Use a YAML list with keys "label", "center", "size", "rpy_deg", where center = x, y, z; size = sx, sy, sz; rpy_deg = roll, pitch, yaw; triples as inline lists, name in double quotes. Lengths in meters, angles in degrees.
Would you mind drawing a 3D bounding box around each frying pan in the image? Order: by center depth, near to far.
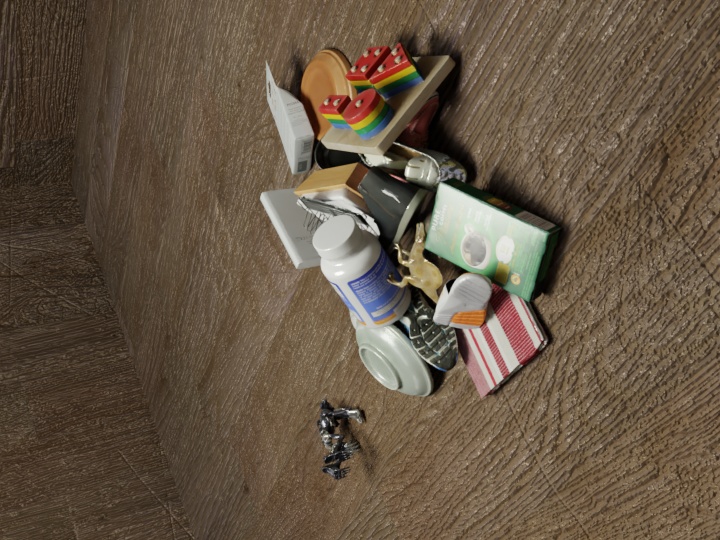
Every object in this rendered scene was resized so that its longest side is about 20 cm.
- label: "frying pan"
  center: [0.001, -0.233, 1.611]
  size: [0.190, 0.031, 0.115]
  rpy_deg: [2, 63, 23]

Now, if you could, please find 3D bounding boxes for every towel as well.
- label: "towel"
  center: [0.223, 0.103, 1.364]
  size: [0.200, 0.023, 0.144]
  rpy_deg: [-55, 50, 49]

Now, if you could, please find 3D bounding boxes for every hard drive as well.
- label: "hard drive"
  center: [-0.114, -0.095, 1.763]
  size: [0.200, 0.132, 0.026]
  rpy_deg: [60, 145, 30]

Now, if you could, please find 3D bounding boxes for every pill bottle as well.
- label: "pill bottle"
  center: [0.000, 0.000, 1.453]
  size: [0.112, 0.112, 0.200]
  rpy_deg: [35, 163, 50]

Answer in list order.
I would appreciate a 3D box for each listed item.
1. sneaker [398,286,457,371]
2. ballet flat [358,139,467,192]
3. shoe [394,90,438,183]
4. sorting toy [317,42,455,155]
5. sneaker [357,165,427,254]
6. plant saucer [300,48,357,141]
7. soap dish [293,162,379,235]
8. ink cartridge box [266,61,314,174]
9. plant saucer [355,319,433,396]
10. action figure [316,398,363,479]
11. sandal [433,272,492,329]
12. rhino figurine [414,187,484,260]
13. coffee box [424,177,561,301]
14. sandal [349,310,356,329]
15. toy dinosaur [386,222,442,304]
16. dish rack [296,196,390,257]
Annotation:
- label: "sneaker"
  center: [0.125, 0.110, 1.487]
  size: [0.090, 0.078, 0.200]
  rpy_deg: [55, -178, -41]
- label: "ballet flat"
  center: [0.077, -0.173, 1.379]
  size: [0.200, 0.072, 0.072]
  rpy_deg: [25, 124, 26]
- label: "shoe"
  center: [0.096, -0.217, 1.438]
  size: [0.091, 0.071, 0.200]
  rpy_deg: [52, 137, 14]
- label: "sorting toy"
  center: [0.026, -0.296, 1.393]
  size: [0.070, 0.200, 0.199]
  rpy_deg: [44, 168, -29]
- label: "sneaker"
  center: [0.042, -0.107, 1.425]
  size: [0.106, 0.075, 0.200]
  rpy_deg: [34, 153, 5]
- label: "plant saucer"
  center: [-0.070, -0.349, 1.704]
  size: [0.200, 0.037, 0.201]
  rpy_deg: [28, 123, 54]
- label: "soap dish"
  center: [-0.012, -0.132, 1.564]
  size: [0.200, 0.157, 0.081]
  rpy_deg: [1, 64, 59]
- label: "ink cartridge box"
  center: [-0.153, -0.331, 1.797]
  size: [0.163, 0.057, 0.200]
  rpy_deg: [106, 150, -69]
- label: "plant saucer"
  center: [0.050, 0.169, 1.567]
  size: [0.200, 0.050, 0.200]
  rpy_deg: [41, 155, 23]
- label: "action figure"
  center: [-0.045, 0.359, 1.828]
  size: [0.200, 0.102, 0.119]
  rpy_deg: [-98, 7, -57]
- label: "sandal"
  center: [0.172, 0.036, 1.332]
  size: [0.207, 0.079, 0.059]
  rpy_deg: [106, 176, -64]
- label: "rhino figurine"
  center: [0.155, -0.083, 1.381]
  size: [0.200, 0.060, 0.088]
  rpy_deg: [-31, 65, 55]
- label: "coffee box"
  center: [0.198, -0.050, 1.275]
  size: [0.200, 0.044, 0.123]
  rpy_deg: [28, 125, 30]
- label: "sandal"
  center: [0.027, 0.024, 1.651]
  size: [0.082, 0.050, 0.203]
  rpy_deg: [9, 94, 43]
- label: "toy dinosaur"
  center: [0.101, 0.012, 1.408]
  size: [0.101, 0.058, 0.200]
  rpy_deg: [9, 134, 41]
- label: "dish rack"
  center: [-0.034, -0.069, 1.548]
  size: [0.153, 0.200, 0.055]
  rpy_deg: [16, 75, 25]
